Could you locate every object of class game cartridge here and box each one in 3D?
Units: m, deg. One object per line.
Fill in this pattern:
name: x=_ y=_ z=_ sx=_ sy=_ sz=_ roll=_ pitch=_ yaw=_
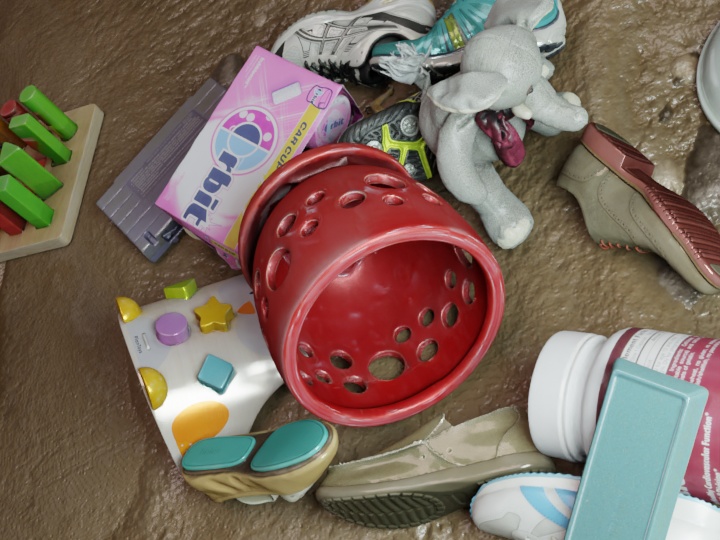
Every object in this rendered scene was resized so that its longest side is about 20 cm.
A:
game cartridge: x=-0.199 y=-0.116 z=1.321 sx=0.200 sy=0.038 sz=0.129 roll=-48 pitch=43 yaw=-3

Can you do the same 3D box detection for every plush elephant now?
plush elephant: x=0.123 y=-0.147 z=1.001 sx=0.166 sy=0.199 sz=0.155 roll=-57 pitch=13 yaw=-19

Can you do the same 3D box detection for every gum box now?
gum box: x=-0.101 y=-0.105 z=1.151 sx=0.113 sy=0.066 sz=0.201 roll=28 pitch=83 yaw=28

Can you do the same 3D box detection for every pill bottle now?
pill bottle: x=0.229 y=0.103 z=0.842 sx=0.198 sy=0.114 sz=0.115 roll=6 pitch=64 yaw=36

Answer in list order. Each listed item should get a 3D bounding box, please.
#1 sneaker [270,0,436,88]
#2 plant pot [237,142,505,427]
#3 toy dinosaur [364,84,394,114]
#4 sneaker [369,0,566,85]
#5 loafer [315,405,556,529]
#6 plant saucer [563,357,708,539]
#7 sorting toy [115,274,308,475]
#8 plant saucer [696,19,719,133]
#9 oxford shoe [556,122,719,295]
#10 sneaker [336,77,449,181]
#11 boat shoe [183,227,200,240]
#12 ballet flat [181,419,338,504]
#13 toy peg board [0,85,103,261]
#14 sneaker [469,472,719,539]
sneaker: x=-0.013 y=-0.230 z=1.247 sx=0.198 sy=0.076 sz=0.088 roll=-20 pitch=51 yaw=21
plant pot: x=0.000 y=0.000 z=1.005 sx=0.200 sy=0.201 sz=0.183 roll=-37 pitch=42 yaw=6
toy dinosaur: x=0.008 y=-0.122 z=1.173 sx=0.101 sy=0.058 sz=0.201 roll=26 pitch=77 yaw=40
sneaker: x=0.105 y=-0.232 z=1.163 sx=0.198 sy=0.077 sz=0.081 roll=-11 pitch=81 yaw=16
loafer: x=0.059 y=0.158 z=0.948 sx=0.198 sy=0.076 sz=0.068 roll=-11 pitch=53 yaw=14
plant saucer: x=0.174 y=0.166 z=0.796 sx=0.069 sy=0.019 sz=0.203 roll=19 pitch=98 yaw=35
sorting toy: x=-0.129 y=0.063 z=1.131 sx=0.178 sy=0.107 sz=0.201 roll=-24 pitch=47 yaw=-8
plant saucer: x=0.377 y=-0.191 z=0.986 sx=0.198 sy=0.050 sz=0.202 roll=-17 pitch=52 yaw=23
oxford shoe: x=0.235 y=-0.038 z=0.979 sx=0.075 sy=0.070 sz=0.201 roll=-54 pitch=42 yaw=24
sneaker: x=0.066 y=-0.136 z=1.116 sx=0.198 sy=0.076 sz=0.076 roll=-20 pitch=18 yaw=-17
boat shoe: x=-0.107 y=-0.108 z=1.238 sx=0.200 sy=0.071 sz=0.063 roll=-45 pitch=5 yaw=2
ballet flat: x=-0.076 y=0.169 z=1.008 sx=0.199 sy=0.063 sz=0.069 roll=-12 pitch=31 yaw=47
toy peg board: x=-0.439 y=-0.122 z=1.435 sx=0.197 sy=0.098 sz=0.202 roll=-11 pitch=55 yaw=27
sneaker: x=0.164 y=0.197 z=0.850 sx=0.198 sy=0.076 sz=0.082 roll=0 pitch=68 yaw=37
